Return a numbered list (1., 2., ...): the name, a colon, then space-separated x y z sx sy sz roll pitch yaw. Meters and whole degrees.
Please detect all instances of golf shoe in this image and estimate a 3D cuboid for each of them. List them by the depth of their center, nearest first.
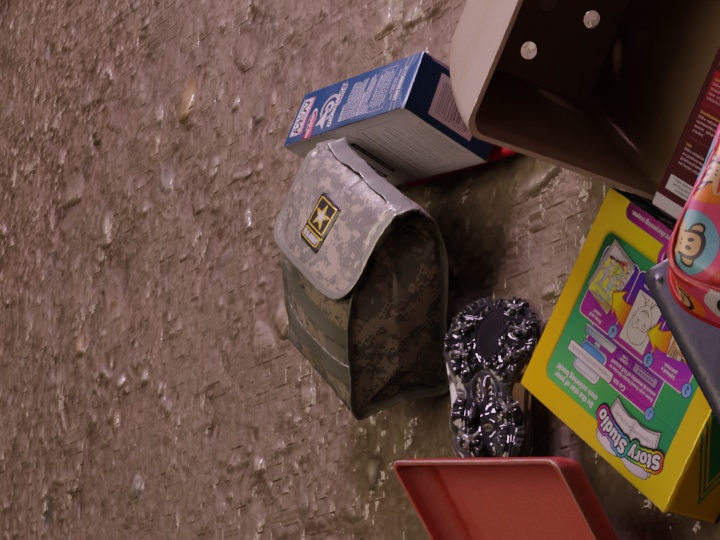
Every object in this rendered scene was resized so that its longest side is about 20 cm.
1. golf shoe: 0.106 0.107 1.494 0.201 0.077 0.095 -77 -17 -46

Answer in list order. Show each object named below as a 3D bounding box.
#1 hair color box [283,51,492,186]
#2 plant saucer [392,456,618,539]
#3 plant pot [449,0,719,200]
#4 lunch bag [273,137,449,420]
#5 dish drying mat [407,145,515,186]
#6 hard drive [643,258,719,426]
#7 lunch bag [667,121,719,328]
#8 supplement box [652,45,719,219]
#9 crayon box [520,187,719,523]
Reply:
1. hair color box: 0.028 -0.129 1.644 0.199 0.100 0.061 -12 53 56
2. plant saucer: 0.134 0.216 1.361 0.199 0.037 0.201 -10 112 55
3. plant pot: 0.174 -0.190 1.410 0.201 0.199 0.177 -68 22 12
4. lunch bag: 0.000 0.000 1.603 0.164 0.117 0.202 -135 36 -53
5. dish drying mat: 0.107 -0.128 1.638 0.199 0.018 0.078 -16 63 55
6. hard drive: 0.287 0.052 1.194 0.139 0.033 0.201 -28 55 8
7. lunch bag: 0.303 -0.043 1.164 0.175 0.082 0.201 22 73 19
8. supplement box: 0.295 -0.114 1.301 0.109 0.060 0.201 42 114 54
9. crayon box: 0.221 0.059 1.353 0.200 0.058 0.174 43 116 53
